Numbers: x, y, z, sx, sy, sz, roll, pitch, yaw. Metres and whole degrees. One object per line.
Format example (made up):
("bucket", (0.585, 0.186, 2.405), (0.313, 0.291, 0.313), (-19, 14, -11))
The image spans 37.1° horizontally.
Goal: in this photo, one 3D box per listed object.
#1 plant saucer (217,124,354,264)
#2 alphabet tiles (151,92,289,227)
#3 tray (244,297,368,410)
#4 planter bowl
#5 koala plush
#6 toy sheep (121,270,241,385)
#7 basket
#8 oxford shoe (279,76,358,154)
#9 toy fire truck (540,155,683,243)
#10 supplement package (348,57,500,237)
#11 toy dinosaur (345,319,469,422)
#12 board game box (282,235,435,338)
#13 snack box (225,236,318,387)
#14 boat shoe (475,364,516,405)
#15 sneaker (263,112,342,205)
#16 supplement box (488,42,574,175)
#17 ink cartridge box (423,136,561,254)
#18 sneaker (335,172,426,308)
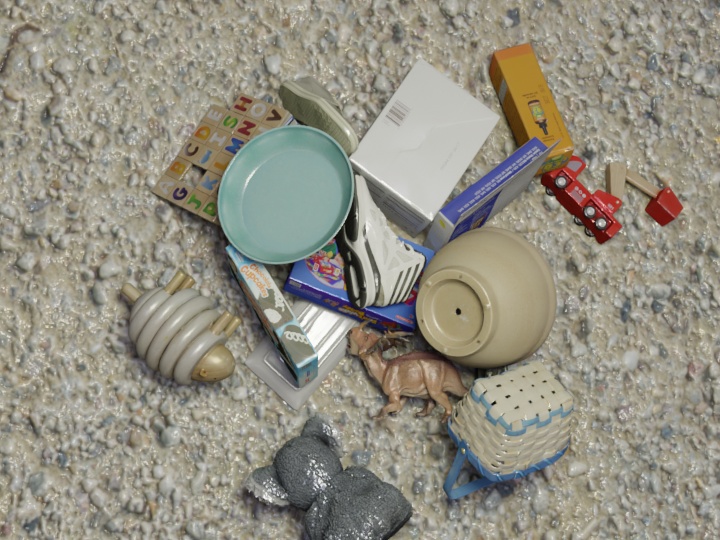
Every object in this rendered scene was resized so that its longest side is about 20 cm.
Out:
("plant saucer", (-0.099, -0.100, 1.474), (0.197, 0.036, 0.203), (-5, 71, 15))
("alphabet tiles", (-0.193, -0.167, 1.568), (0.166, 0.008, 0.201), (24, 74, 32))
("tray", (-0.068, 0.095, 1.582), (0.107, 0.022, 0.200), (41, 73, 0))
("planter bowl", (0.158, 0.047, 1.500), (0.134, 0.199, 0.202), (-15, 78, -57))
("koala plush", (-0.044, 0.305, 1.476), (0.177, 0.184, 0.200), (-39, 76, -17))
("toy sheep", (-0.254, 0.081, 1.495), (0.199, 0.138, 0.138), (39, 73, 14))
("basket", (0.210, 0.232, 1.516), (0.174, 0.202, 0.139), (-14, 42, -31))
("oxford shoe", (-0.053, -0.236, 1.590), (0.057, 0.076, 0.200), (-23, 40, -22))
("toy fire truck", (0.399, -0.122, 1.709), (0.200, 0.049, 0.141), (46, 73, 2))
("supplement package", (0.085, -0.184, 1.627), (0.155, 0.111, 0.201), (35, 73, -3))
("toy dinosaur", (0.078, 0.145, 1.553), (0.197, 0.086, 0.138), (5, 90, -8))
("board game box", (0.000, 0.000, 1.587), (0.198, 0.045, 0.136), (22, 61, -7))
("snack box", (-0.123, 0.060, 1.512), (0.037, 0.116, 0.201), (-29, 74, -12))
("boat shoe", (0.194, 0.111, 1.606), (0.063, 0.071, 0.203), (-2, 80, -13))
("sneaker", (-0.066, -0.151, 1.577), (0.081, 0.115, 0.199), (-44, 51, -1))
("supplement box", (0.265, -0.252, 1.679), (0.066, 0.069, 0.202), (-14, 66, -9))
("ink cartridge box", (0.188, -0.114, 1.586), (0.197, 0.200, 0.047), (-37, 78, -17))
("sneaker", (0.030, -0.044, 1.561), (0.114, 0.076, 0.204), (-1, 74, -28))
